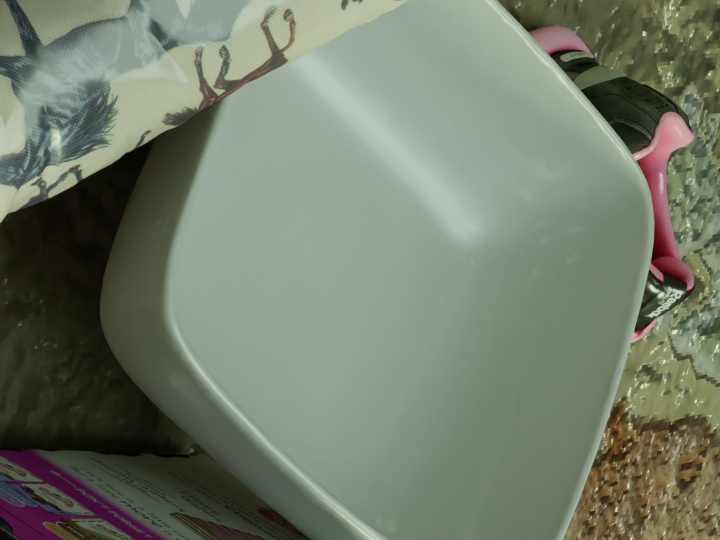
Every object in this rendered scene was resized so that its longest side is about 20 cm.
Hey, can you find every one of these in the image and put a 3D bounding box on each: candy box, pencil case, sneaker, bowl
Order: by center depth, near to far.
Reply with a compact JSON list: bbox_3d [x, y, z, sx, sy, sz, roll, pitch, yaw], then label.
[{"bbox_3d":[-0.056,-0.087,0.890,0.200,0.089,0.078,-30,115,-15],"label":"pencil case"},{"bbox_3d":[-0.062,0.114,0.956,0.200,0.136,0.061,8,109,-62],"label":"candy box"},{"bbox_3d":[0.000,0.000,0.995,0.200,0.074,0.200,42,53,-31],"label":"bowl"},{"bbox_3d":[0.083,0.011,1.148,0.079,0.095,0.201,-21,125,-46],"label":"sneaker"}]
